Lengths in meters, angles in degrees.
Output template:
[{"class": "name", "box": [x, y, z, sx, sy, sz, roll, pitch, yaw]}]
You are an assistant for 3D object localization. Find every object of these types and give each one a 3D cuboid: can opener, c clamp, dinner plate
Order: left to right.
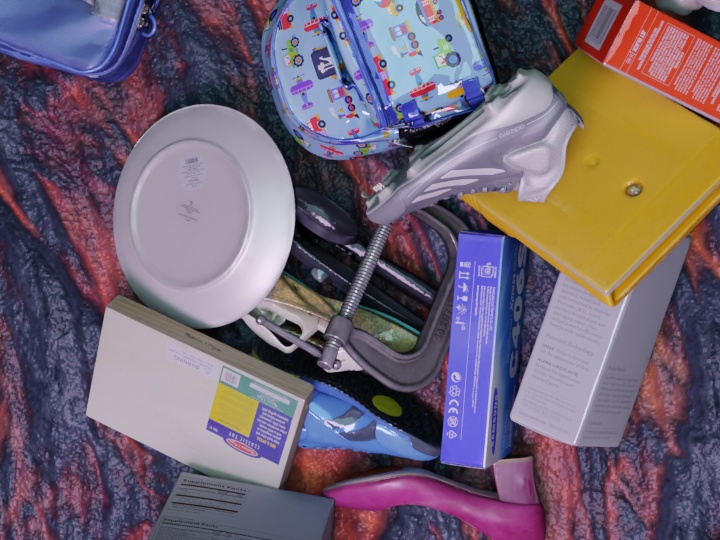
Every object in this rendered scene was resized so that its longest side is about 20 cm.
[{"class": "dinner plate", "box": [-0.147, -0.049, 1.418, 0.199, 0.024, 0.202, -2, 87, 29]}, {"class": "can opener", "box": [0.000, 0.000, 1.425, 0.200, 0.079, 0.063, 40, 89, -7]}, {"class": "c clamp", "box": [0.023, 0.013, 1.376, 0.171, 0.027, 0.201, 39, 63, -19]}]

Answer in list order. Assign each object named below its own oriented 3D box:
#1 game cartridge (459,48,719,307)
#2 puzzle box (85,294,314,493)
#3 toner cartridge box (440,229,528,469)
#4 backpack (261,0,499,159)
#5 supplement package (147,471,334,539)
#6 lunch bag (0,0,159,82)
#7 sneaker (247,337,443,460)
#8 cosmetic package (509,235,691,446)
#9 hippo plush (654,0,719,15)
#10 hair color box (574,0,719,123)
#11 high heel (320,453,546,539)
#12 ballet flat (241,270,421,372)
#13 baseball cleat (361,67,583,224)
[{"class": "game cartridge", "box": [0.198, -0.083, 1.341, 0.176, 0.032, 0.200, -43, 51, -10]}, {"class": "puzzle box", "box": [-0.146, 0.117, 1.425, 0.199, 0.025, 0.134, 25, 125, 9]}, {"class": "toner cartridge box", "box": [0.110, 0.066, 1.396, 0.043, 0.095, 0.201, 6, 95, 20]}, {"class": "backpack", "box": [0.007, -0.190, 1.377, 0.199, 0.135, 0.184, -16, 91, 9]}, {"class": "supplement package", "box": [-0.115, 0.312, 1.364, 0.146, 0.200, 0.192, 9, 112, 5]}, {"class": "lunch bag", "box": [-0.269, -0.247, 1.402, 0.199, 0.132, 0.137, 18, 95, 5]}, {"class": "sneaker", "box": [-0.021, 0.133, 1.439, 0.199, 0.066, 0.079, 24, 113, 2]}, {"class": "cosmetic package", "box": [0.208, 0.049, 1.378, 0.074, 0.102, 0.201, 20, 94, 31]}, {"class": "hippo plush", "box": [0.337, -0.243, 1.332, 0.161, 0.200, 0.160, 40, 82, -24]}, {"class": "hair color box", "box": [0.288, -0.165, 1.334, 0.199, 0.102, 0.061, 24, 103, -14]}, {"class": "high heel", "box": [0.066, 0.222, 1.427, 0.199, 0.067, 0.097, -6, 90, 7]}, {"class": "ballet flat", "box": [-0.037, 0.053, 1.425, 0.199, 0.071, 0.071, 25, 96, 7]}, {"class": "baseball cleat", "box": [0.096, -0.078, 1.317, 0.106, 0.070, 0.200, 45, 123, -12]}]
